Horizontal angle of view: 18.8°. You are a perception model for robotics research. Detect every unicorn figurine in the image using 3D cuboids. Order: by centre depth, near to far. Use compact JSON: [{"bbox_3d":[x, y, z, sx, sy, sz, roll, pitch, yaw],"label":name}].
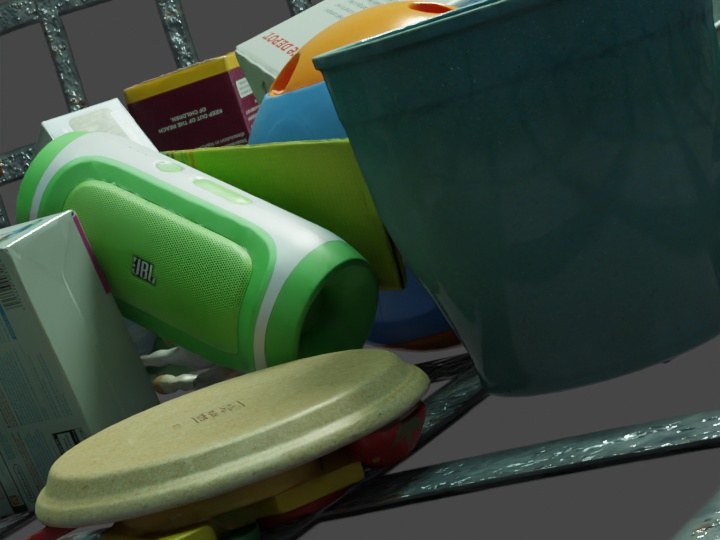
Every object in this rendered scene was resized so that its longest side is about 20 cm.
[{"bbox_3d":[-0.084,0.045,1.285,0.136,0.074,0.200,-4,7,26],"label":"unicorn figurine"}]

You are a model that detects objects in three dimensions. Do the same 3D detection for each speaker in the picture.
[{"bbox_3d":[-0.090,-0.008,1.160,0.199,0.089,0.088,25,30,30],"label":"speaker"}]

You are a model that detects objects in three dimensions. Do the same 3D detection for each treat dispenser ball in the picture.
[{"bbox_3d":[0.032,-0.054,1.252,0.200,0.202,0.201,-17,7,2],"label":"treat dispenser ball"}]

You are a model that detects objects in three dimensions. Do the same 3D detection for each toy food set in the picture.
[{"bbox_3d":[-0.061,0.087,1.008,0.197,0.049,0.200,-21,8,-27],"label":"toy food set"}]

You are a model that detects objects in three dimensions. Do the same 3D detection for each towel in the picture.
[{"bbox_3d":[-0.058,-0.029,1.194,0.199,0.087,0.018,-1,21,42],"label":"towel"}]

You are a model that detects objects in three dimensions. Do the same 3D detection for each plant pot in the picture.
[{"bbox_3d":[0.099,-0.046,1.070,0.199,0.189,0.200,-18,6,2],"label":"plant pot"}]

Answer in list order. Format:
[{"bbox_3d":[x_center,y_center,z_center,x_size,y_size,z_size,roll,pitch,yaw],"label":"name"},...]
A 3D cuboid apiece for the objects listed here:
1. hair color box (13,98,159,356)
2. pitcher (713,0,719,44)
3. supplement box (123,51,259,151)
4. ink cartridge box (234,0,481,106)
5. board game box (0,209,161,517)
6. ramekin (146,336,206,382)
[{"bbox_3d":[-0.170,0.001,1.366,0.060,0.099,0.201,-22,-29,-35],"label":"hair color box"},{"bbox_3d":[0.231,-0.131,1.332,0.171,0.200,0.122,28,87,53],"label":"pitcher"},{"bbox_3d":[-0.104,-0.059,1.664,0.085,0.201,0.110,-18,6,6],"label":"supplement box"},{"bbox_3d":[0.035,-0.143,1.417,0.199,0.084,0.144,-28,22,-9],"label":"ink cartridge box"},{"bbox_3d":[-0.215,0.060,1.189,0.199,0.148,0.064,-12,16,35],"label":"board game box"},{"bbox_3d":[-0.088,0.005,1.483,0.199,0.098,0.200,-19,2,1],"label":"ramekin"}]
